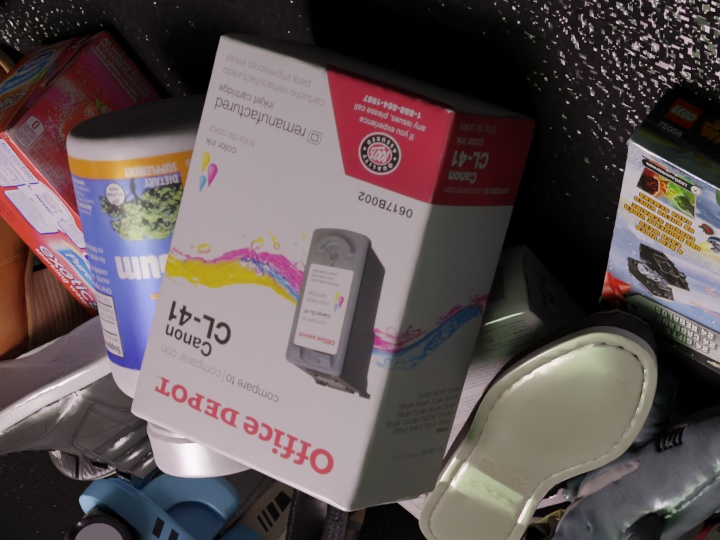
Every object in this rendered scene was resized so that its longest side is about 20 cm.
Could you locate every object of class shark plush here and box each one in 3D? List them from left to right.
[{"bbox_3d":[0.131,0.125,0.976,0.091,0.200,0.083,58,-178,-14],"label":"shark plush"}]

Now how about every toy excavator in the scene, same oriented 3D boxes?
[{"bbox_3d":[-0.089,0.182,1.320,0.194,0.200,0.100,40,160,-2],"label":"toy excavator"}]

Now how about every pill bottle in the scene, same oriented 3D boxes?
[{"bbox_3d":[-0.093,0.009,1.070,0.112,0.112,0.201,7,113,48],"label":"pill bottle"}]

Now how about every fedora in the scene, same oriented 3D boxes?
[{"bbox_3d":[0.009,0.162,1.219,0.091,0.201,0.201,13,156,-10],"label":"fedora"}]

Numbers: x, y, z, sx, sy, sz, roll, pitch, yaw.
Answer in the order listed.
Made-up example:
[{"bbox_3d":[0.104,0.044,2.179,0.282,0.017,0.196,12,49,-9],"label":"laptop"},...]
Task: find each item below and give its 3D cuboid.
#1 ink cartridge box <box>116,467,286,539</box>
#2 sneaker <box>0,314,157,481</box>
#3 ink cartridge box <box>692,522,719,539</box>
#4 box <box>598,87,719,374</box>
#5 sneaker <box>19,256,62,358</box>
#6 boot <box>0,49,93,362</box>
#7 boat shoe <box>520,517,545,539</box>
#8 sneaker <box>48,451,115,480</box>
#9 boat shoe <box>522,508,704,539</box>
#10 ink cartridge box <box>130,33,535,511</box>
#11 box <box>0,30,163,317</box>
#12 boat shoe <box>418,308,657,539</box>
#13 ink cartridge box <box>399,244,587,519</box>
[{"bbox_3d":[-0.076,0.185,1.406,0.200,0.116,0.068,40,158,0],"label":"ink cartridge box"},{"bbox_3d":[-0.188,0.101,1.182,0.199,0.071,0.099,-25,122,25],"label":"sneaker"},{"bbox_3d":[0.186,0.266,1.153,0.145,0.145,0.200,41,155,-3],"label":"ink cartridge box"},{"bbox_3d":[0.206,0.016,0.847,0.200,0.040,0.137,31,152,18],"label":"box"},{"bbox_3d":[-0.168,0.006,1.305,0.200,0.119,0.074,10,153,-20],"label":"sneaker"},{"bbox_3d":[-0.263,-0.035,1.204,0.074,0.154,0.201,-28,79,68],"label":"boot"},{"bbox_3d":[0.071,0.236,1.159,0.074,0.066,0.200,22,121,-26],"label":"boat shoe"},{"bbox_3d":[-0.104,0.086,1.293,0.115,0.200,0.076,0,-107,-72],"label":"sneaker"},{"bbox_3d":[0.109,0.167,1.062,0.060,0.201,0.072,57,148,14],"label":"boat shoe"},{"bbox_3d":[-0.016,-0.002,0.937,0.147,0.201,0.085,20,-169,31],"label":"ink cartridge box"},{"bbox_3d":[-0.145,-0.039,1.165,0.100,0.096,0.200,-1,133,55],"label":"box"},{"bbox_3d":[0.092,0.075,0.971,0.072,0.061,0.201,33,136,-4],"label":"boat shoe"},{"bbox_3d":[0.064,0.072,1.057,0.160,0.050,0.200,-18,143,24],"label":"ink cartridge box"}]
